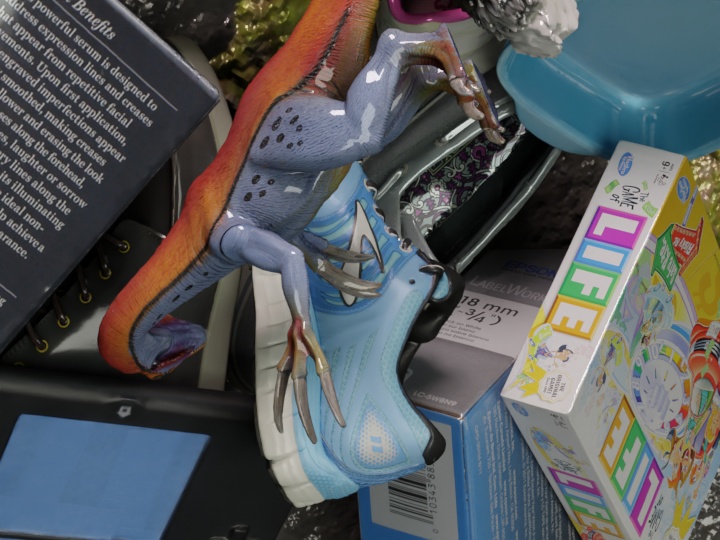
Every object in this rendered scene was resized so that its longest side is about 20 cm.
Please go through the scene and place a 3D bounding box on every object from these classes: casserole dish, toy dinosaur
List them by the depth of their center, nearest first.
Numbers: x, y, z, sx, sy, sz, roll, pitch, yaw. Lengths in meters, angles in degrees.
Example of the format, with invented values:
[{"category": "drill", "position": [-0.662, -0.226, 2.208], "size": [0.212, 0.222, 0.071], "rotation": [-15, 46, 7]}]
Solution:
[{"category": "toy dinosaur", "position": [-0.035, -0.036, 0.978], "size": [0.181, 0.105, 0.200], "rotation": [-23, 89, 9]}, {"category": "casserole dish", "position": [0.149, -0.109, 1.062], "size": [0.121, 0.200, 0.039], "rotation": [30, 50, -33]}]

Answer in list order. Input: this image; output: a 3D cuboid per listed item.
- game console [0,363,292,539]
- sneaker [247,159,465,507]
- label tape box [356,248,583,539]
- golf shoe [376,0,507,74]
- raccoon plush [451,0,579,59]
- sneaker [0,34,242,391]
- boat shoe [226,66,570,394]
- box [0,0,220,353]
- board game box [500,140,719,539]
[{"category": "game console", "position": [-0.132, 0.116, 1.100], "size": [0.200, 0.031, 0.177], "rotation": [8, 130, -28]}, {"category": "sneaker", "position": [0.000, 0.000, 1.067], "size": [0.090, 0.078, 0.200], "rotation": [-6, 74, 6]}, {"category": "label tape box", "position": [0.074, 0.073, 1.175], "size": [0.200, 0.063, 0.144], "rotation": [-42, 136, -47]}, {"category": "golf shoe", "position": [0.081, -0.164, 1.087], "size": [0.075, 0.092, 0.200], "rotation": [41, 94, 12]}, {"category": "raccoon plush", "position": [-0.026, -0.129, 1.020], "size": [0.134, 0.097, 0.200], "rotation": [-31, 104, 37]}, {"category": "sneaker", "position": [-0.112, -0.001, 1.079], "size": [0.106, 0.075, 0.200], "rotation": [-5, 111, -24]}, {"category": "boat shoe", "position": [0.016, -0.017, 1.135], "size": [0.201, 0.072, 0.070], "rotation": [-46, 120, -4]}, {"category": "box", "position": [-0.177, -0.044, 0.991], "size": [0.200, 0.148, 0.107], "rotation": [-49, 121, -2]}, {"category": "board game box", "position": [0.131, 0.050, 1.159], "size": [0.135, 0.034, 0.200], "rotation": [-63, 151, -20]}]
